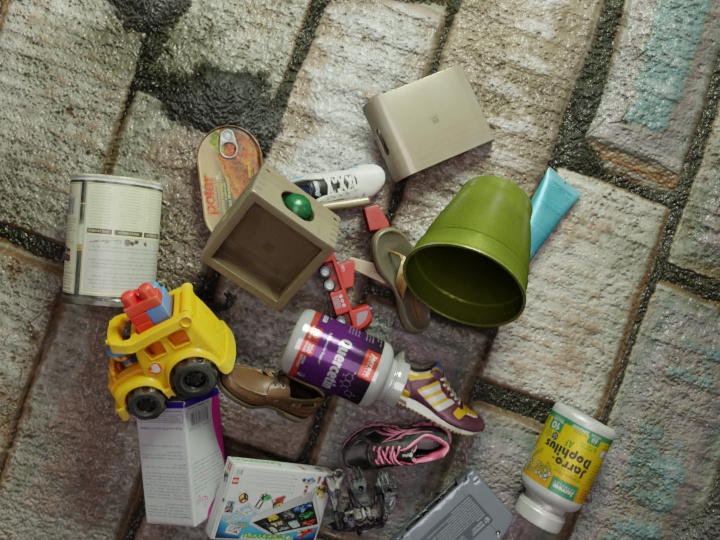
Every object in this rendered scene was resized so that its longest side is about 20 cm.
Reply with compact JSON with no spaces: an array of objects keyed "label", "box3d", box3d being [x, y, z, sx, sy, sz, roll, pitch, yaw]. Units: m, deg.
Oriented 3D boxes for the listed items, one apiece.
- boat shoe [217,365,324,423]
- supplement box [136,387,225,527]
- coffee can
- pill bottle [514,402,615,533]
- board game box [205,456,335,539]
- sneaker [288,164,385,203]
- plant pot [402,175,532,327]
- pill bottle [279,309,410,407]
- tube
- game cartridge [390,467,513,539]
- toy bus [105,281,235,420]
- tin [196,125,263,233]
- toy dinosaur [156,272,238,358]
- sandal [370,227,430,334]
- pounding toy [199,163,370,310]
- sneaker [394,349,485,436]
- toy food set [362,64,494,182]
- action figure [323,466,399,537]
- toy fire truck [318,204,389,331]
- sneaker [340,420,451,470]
[{"label":"boat shoe","box3d":[-0.144,0.190,1.085,0.068,0.072,0.200,-37,138,24]},{"label":"supplement box","box3d":[-0.293,0.305,1.090,0.103,0.101,0.201,-5,91,21]},{"label":"coffee can","box3d":[-0.400,-0.047,1.067,0.145,0.146,0.201,5,91,-4]},{"label":"pill bottle","box3d":[0.348,0.342,1.140,0.112,0.113,0.201,26,90,-4]},{"label":"board game box","box3d":[-0.147,0.387,1.104,0.199,0.035,0.127,18,90,-33]},{"label":"sneaker","box3d":[-0.051,-0.138,1.126,0.199,0.072,0.072,-15,90,-5]},{"label":"plant pot","box3d":[0.194,-0.046,1.075,0.200,0.201,0.194,29,57,-4]},{"label":"pill bottle","box3d":[-0.024,0.149,1.077,0.199,0.112,0.113,23,90,-2]},{"label":"tube","box3d":[0.311,-0.080,1.164,0.077,0.050,0.200,36,84,-13]},{"label":"game cartridge","box3d":[0.168,0.467,1.171,0.200,0.040,0.133,-41,90,-2]},{"label":"toy bus","box3d":[-0.319,0.107,1.007,0.199,0.136,0.193,-27,124,3]},{"label":"tin","box3d":[-0.219,-0.146,1.132,0.111,0.042,0.201,-6,92,-7]},{"label":"toy dinosaur","box3d":[-0.265,0.061,1.120,0.200,0.047,0.088,45,61,-30]},{"label":"sandal","box3d":[0.082,0.017,1.122,0.080,0.054,0.201,-29,106,-29]},{"label":"pounding toy","box3d":[-0.116,-0.069,1.062,0.184,0.142,0.200,35,118,-17]},{"label":"sneaker","box3d":[0.138,0.213,1.143,0.199,0.075,0.091,26,95,-5]},{"label":"toy food set","box3d":[0.121,-0.257,1.147,0.199,0.060,0.144,-24,92,-11]},{"label":"action figure","box3d":[0.003,0.386,1.110,0.118,0.200,0.103,5,55,-13]},{"label":"toy fire truck","box3d":[0.000,0.000,1.143,0.140,0.049,0.201,-18,93,-5]},{"label":"sneaker","box3d":[0.064,0.307,1.132,0.199,0.095,0.080,-11,94,-2]}]
